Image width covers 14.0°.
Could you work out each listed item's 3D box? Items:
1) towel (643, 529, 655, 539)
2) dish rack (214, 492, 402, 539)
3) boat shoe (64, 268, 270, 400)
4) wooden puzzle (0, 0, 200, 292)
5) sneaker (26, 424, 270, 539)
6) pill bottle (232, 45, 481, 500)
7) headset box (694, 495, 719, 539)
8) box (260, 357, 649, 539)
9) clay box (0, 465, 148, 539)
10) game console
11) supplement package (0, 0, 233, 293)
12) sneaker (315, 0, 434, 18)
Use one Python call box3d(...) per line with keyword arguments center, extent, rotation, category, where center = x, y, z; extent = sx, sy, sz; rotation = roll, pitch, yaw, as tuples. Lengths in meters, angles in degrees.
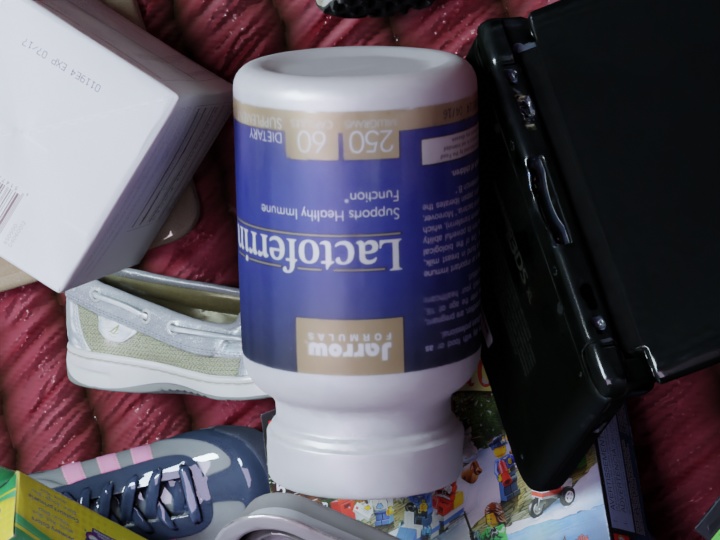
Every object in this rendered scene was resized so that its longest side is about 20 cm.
box3d(center=(0.078, 0.185, 1.469), extent=(0.145, 0.024, 0.200), rotation=(50, 122, 34), category="towel")
box3d(center=(0.009, 0.183, 1.412), extent=(0.200, 0.044, 0.172), rotation=(24, 136, -7), category="dish rack")
box3d(center=(-0.068, 0.027, 1.513), extent=(0.202, 0.074, 0.065), rotation=(1, 104, 34), category="boat shoe")
box3d(center=(-0.196, -0.084, 1.583), extent=(0.200, 0.037, 0.185), rotation=(-15, 93, 32), category="wooden puzzle")
box3d(center=(-0.132, 0.132, 1.570), extent=(0.200, 0.082, 0.070), rotation=(-17, 90, 32), category="sneaker")
box3d(center=(0.000, 0.000, 1.387), extent=(0.116, 0.116, 0.200), rotation=(5, 104, 30), category="pill bottle")
box3d(center=(0.275, 0.103, 1.317), extent=(0.200, 0.093, 0.174), rotation=(44, 119, 15), category="headset box")
box3d(center=(0.044, 0.109, 1.455), extent=(0.200, 0.038, 0.137), rotation=(-23, 65, 33), category="box")
box3d(center=(-0.161, 0.177, 1.546), extent=(0.115, 0.200, 0.048), rotation=(-36, 39, 32), category="clay box")
box3d(center=(0.125, -0.023, 1.377), extent=(0.176, 0.116, 0.200), rotation=(118, 141, -55), category="game console")
box3d(center=(-0.143, -0.069, 1.435), extent=(0.114, 0.200, 0.110), rotation=(33, 97, 4), category="supplement package")
box3d(center=(0.040, -0.206, 1.406), extent=(0.200, 0.070, 0.093), rotation=(-44, 60, 33), category="sneaker")
